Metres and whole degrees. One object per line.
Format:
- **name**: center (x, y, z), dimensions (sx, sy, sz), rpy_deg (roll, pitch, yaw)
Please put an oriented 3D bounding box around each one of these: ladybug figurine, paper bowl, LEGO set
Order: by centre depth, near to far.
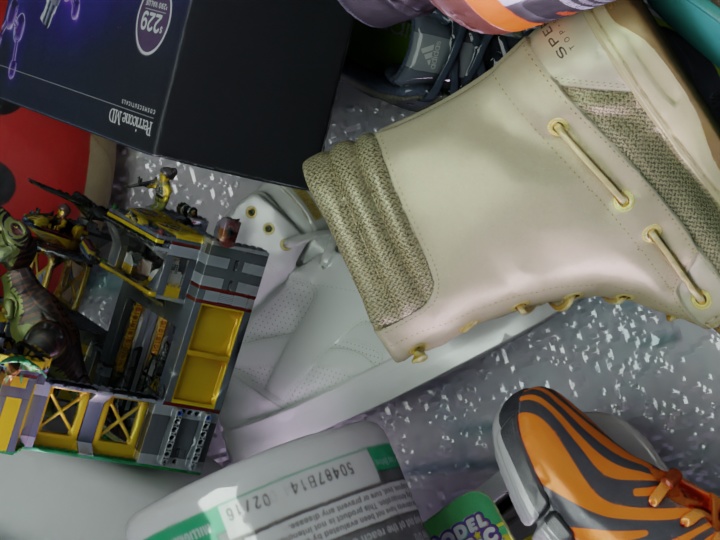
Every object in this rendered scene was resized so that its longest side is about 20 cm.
- **LEGO set**: center (-0.133, 0.000, 1.028), dimensions (0.200, 0.154, 0.116), rpy_deg (30, 104, 60)
- **paper bowl**: center (-0.130, 0.117, 1.079), dimensions (0.201, 0.201, 0.104), rpy_deg (24, 95, 25)
- **ladybug figurine**: center (-0.188, -0.042, 1.167), dimensions (0.136, 0.072, 0.200), rpy_deg (28, 108, 24)

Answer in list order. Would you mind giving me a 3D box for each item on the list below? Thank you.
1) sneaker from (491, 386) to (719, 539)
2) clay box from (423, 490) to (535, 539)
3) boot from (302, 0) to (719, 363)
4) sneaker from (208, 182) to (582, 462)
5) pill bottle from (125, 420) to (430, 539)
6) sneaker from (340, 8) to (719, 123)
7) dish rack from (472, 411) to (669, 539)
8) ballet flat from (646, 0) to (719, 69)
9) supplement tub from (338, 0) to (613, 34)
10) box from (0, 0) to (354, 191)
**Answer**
- **sneaker**: center (0.148, 0.102, 0.946), dimensions (0.200, 0.078, 0.112), rpy_deg (48, 116, 3)
- **clay box**: center (0.072, 0.196, 1.013), dimensions (0.115, 0.048, 0.200), rpy_deg (-38, 76, 29)
- **boot**: center (0.085, 0.002, 0.966), dimensions (0.155, 0.073, 0.200), rpy_deg (-29, 115, 10)
- **sneaker**: center (0.000, 0.000, 1.066), dimensions (0.200, 0.074, 0.116), rpy_deg (-24, 87, 30)
- **pill bottle**: center (-0.006, 0.169, 0.963), dimensions (0.113, 0.113, 0.200), rpy_deg (-28, 80, 29)
- **sneaker**: center (0.054, -0.084, 1.021), dimensions (0.200, 0.081, 0.074), rpy_deg (14, 102, 27)
- **dish rack**: center (0.090, 0.172, 1.052), dimensions (0.200, 0.044, 0.172), rpy_deg (-41, 76, 26)
- **ballet flat**: center (0.194, -0.070, 0.905), dimensions (0.072, 0.068, 0.200), rpy_deg (-44, 67, -3)
- **supplement tub**: center (0.079, -0.147, 0.879), dimensions (0.200, 0.107, 0.107), rpy_deg (-17, 87, 30)
- **box**: center (-0.077, -0.121, 1.030), dimensions (0.200, 0.079, 0.141), rpy_deg (21, 101, 61)
